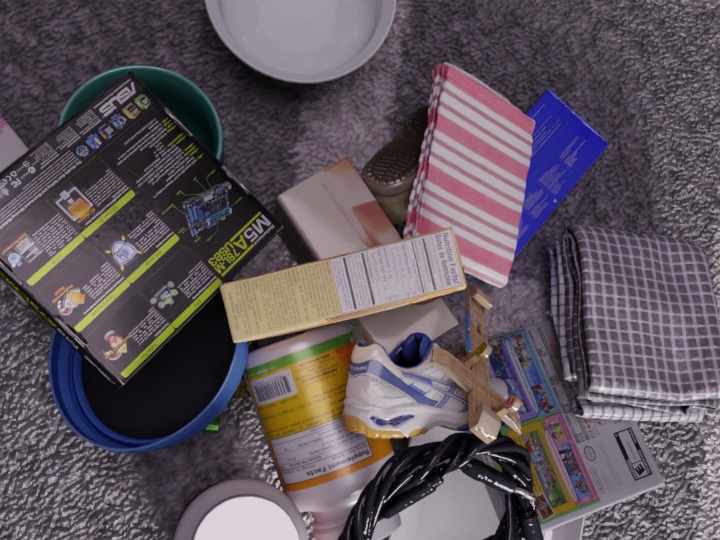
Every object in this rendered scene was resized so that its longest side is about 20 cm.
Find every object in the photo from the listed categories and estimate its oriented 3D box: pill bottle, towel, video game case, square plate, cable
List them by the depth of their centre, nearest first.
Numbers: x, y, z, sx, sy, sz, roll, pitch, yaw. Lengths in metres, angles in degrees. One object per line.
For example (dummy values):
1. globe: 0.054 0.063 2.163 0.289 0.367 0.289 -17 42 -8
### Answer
1. pill bottle: -0.105 0.236 0.773 0.112 0.200 0.112 3 76 -11
2. cable: 0.072 0.225 0.795 0.200 0.051 0.163 -11 110 -17
3. pill bottle: -0.032 0.158 0.850 0.111 0.111 0.200 -19 87 -15
4. square plate: 0.126 0.259 0.903 0.198 0.028 0.200 16 74 -7
5. towel: 0.113 -0.095 0.914 0.146 0.030 0.200 23 72 -37
6. video game case: 0.193 0.154 0.921 0.182 0.022 0.200 -14 71 -20
7. towel: 0.289 0.054 0.935 0.165 0.086 0.200 7 63 -16

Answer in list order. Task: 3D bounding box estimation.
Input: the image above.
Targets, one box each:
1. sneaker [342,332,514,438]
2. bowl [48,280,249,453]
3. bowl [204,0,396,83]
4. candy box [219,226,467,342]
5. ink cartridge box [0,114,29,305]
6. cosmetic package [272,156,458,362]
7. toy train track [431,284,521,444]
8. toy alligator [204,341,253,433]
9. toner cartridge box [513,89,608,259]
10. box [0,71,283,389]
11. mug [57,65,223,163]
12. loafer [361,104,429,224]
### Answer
1. sneaker: 0.073 0.101 0.822 0.200 0.075 0.088 2 89 -41
2. bowl: -0.195 0.071 0.836 0.200 0.039 0.201 -7 67 17
3. bowl: -0.067 -0.282 0.960 0.201 0.090 0.201 1 81 -8
4. candy box: -0.009 0.014 0.785 0.200 0.115 0.055 -14 87 5
5. ink cartridge box: -0.345 -0.081 0.833 0.084 0.145 0.200 -37 85 -19
6. cosmetic package: 0.000 0.000 0.904 0.087 0.103 0.200 -32 85 -15
7. toy train track: 0.117 0.075 0.827 0.115 0.033 0.200 40 28 -20
8. toy alligator: -0.134 0.059 0.887 0.059 0.054 0.200 8 75 -9
9. toner cartridge box: 0.177 -0.098 0.992 0.095 0.043 0.200 42 73 1
10. box: -0.200 -0.037 0.761 0.193 0.048 0.200 46 66 -8
11. mug: -0.205 -0.090 0.872 0.152 0.114 0.185 -14 73 -14
12. loafer: 0.068 -0.117 0.955 0.076 0.068 0.200 26 45 28
